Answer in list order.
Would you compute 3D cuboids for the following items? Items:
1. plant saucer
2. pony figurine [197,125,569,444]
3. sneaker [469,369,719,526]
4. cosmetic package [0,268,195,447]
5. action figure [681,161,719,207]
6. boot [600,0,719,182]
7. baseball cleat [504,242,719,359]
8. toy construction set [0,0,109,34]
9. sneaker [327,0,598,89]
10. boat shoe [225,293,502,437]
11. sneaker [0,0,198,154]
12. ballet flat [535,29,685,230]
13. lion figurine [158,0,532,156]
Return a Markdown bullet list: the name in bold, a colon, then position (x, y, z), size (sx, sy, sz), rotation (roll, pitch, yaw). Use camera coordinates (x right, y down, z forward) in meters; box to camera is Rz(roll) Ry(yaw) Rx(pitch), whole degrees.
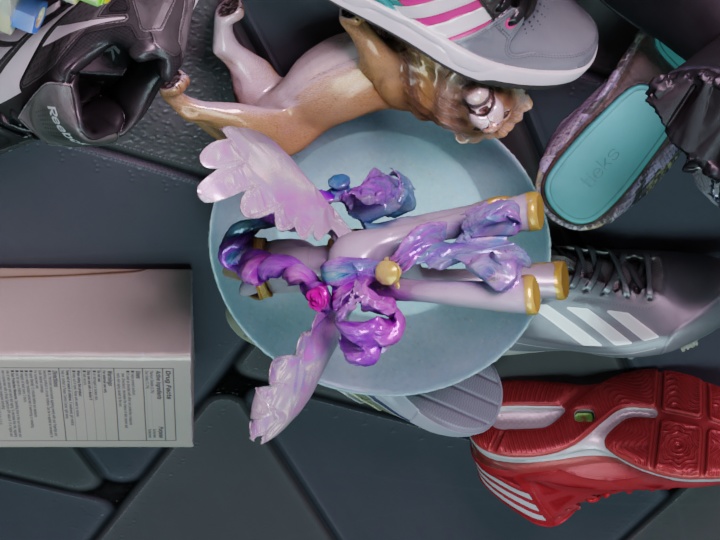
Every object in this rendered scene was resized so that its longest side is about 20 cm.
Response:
- **plant saucer**: position (0.012, -0.020, 1.463), size (0.201, 0.039, 0.201), rotation (3, 120, 5)
- **pony figurine**: position (0.000, 0.000, 1.344), size (0.200, 0.167, 0.193), rotation (-4, -176, 14)
- **sneaker**: position (0.173, 0.124, 1.681), size (0.200, 0.078, 0.116), rotation (7, 152, 7)
- **cosmetic package**: position (-0.203, 0.055, 1.555), size (0.200, 0.073, 0.104), rotation (0, 142, -4)
- **action figure**: position (0.278, -0.041, 1.401), size (0.193, 0.200, 0.105), rotation (5, -173, 25)
- **boot**: position (0.180, -0.105, 1.243), size (0.198, 0.162, 0.073), rotation (31, 121, 7)
- **baseball cleat**: position (0.131, 0.009, 1.517), size (0.200, 0.070, 0.106), rotation (-10, 142, 8)
- **toy construction set**: position (-0.144, -0.183, 1.182), size (0.092, 0.131, 0.200), rotation (24, 176, -8)
- **sneaker**: position (0.064, -0.169, 1.275), size (0.200, 0.084, 0.121), rotation (21, 146, -26)
- **boat shoe**: position (0.005, 0.048, 1.576), size (0.200, 0.072, 0.062), rotation (31, 156, -31)
- **sneaker**: position (-0.164, -0.098, 1.342), size (0.200, 0.091, 0.066), rotation (-30, 134, 31)
- **ballet flat**: position (0.172, -0.105, 1.366), size (0.200, 0.072, 0.072), rotation (-45, 130, 10)
- **lion figurine**: position (-0.015, -0.102, 1.367), size (0.200, 0.072, 0.122), rotation (-13, 138, 22)
